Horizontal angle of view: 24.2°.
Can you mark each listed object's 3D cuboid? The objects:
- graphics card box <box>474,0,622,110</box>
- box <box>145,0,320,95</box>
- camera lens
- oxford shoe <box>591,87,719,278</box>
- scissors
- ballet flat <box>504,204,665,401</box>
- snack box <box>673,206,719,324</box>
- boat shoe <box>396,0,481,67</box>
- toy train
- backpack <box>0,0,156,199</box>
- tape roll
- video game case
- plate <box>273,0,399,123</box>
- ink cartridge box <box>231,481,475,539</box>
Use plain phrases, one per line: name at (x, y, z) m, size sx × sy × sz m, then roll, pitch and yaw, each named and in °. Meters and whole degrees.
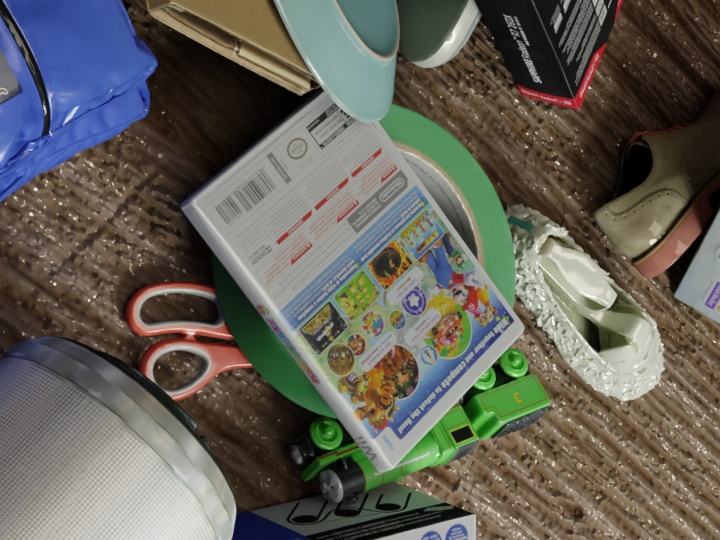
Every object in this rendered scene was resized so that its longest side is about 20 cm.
graphics card box at (0.128, -0.202, 1.107) m, size 0.126 × 0.051 × 0.200 m, roll -68°, pitch 159°, yaw -10°
box at (-0.084, -0.212, 0.939) m, size 0.163 × 0.021 × 0.200 m, roll 19°, pitch 56°, yaw -60°
camera lens at (-0.176, 0.147, 0.887) m, size 0.200 × 0.160 × 0.160 m, roll -49°, pitch 116°, yaw -25°
oxford shoe at (0.240, -0.087, 1.241) m, size 0.075 × 0.070 × 0.200 m, roll 40°, pitch 56°, yaw -6°
scissors at (-0.051, 0.043, 1.048) m, size 0.200 × 0.014 × 0.073 m, roll 0°, pitch 85°, yaw -26°
ballet flat at (0.164, 0.030, 1.187) m, size 0.200 × 0.072 × 0.072 m, roll 42°, pitch 67°, yaw -29°
snack box at (0.302, -0.061, 1.213) m, size 0.053 × 0.200 × 0.142 m, roll 31°, pitch 65°, yaw 11°
boat shoe at (0.087, -0.223, 1.129) m, size 0.071 × 0.070 × 0.201 m, roll 25°, pitch 81°, yaw -43°
toy train at (0.043, 0.103, 1.107) m, size 0.200 × 0.042 × 0.056 m, roll -18°, pitch 71°, yaw -34°
backpack at (-0.223, -0.102, 0.844) m, size 0.200 × 0.168 × 0.163 m, roll -36°, pitch 103°, yaw -30°
tape roll at (0.005, -0.006, 1.061) m, size 0.200 × 0.048 × 0.201 m, roll 8°, pitch 74°, yaw -31°
video game case at (0.000, 0.000, 1.017) m, size 0.143 × 0.018 × 0.200 m, roll -43°, pitch 102°, yaw -33°
plate at (-0.016, -0.187, 1.015) m, size 0.200 × 0.026 × 0.200 m, roll 52°, pitch 28°, yaw -44°
ink cartridge box at (-0.035, 0.176, 1.025) m, size 0.200 × 0.094 × 0.044 m, roll -9°, pitch 103°, yaw -35°
